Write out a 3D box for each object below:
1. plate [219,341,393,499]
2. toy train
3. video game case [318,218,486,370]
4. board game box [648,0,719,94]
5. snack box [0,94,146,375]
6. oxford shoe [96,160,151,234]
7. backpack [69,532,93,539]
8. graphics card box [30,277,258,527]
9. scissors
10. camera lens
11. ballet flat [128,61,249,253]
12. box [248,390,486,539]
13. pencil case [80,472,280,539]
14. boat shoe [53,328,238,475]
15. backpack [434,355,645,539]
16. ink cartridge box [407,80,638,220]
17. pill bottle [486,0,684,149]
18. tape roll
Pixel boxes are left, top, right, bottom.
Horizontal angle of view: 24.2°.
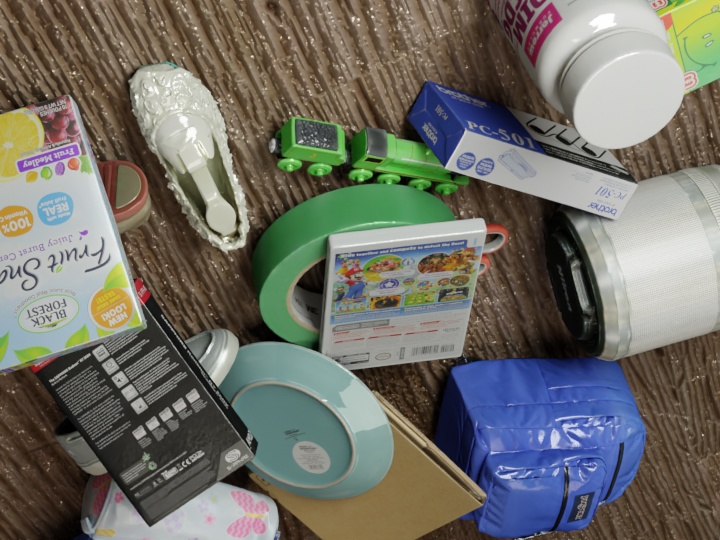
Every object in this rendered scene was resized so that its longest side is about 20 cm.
[{"bbox_3d":[-0.064,0.156,1.652,0.200,0.026,0.200,13,128,17],"label":"plate"},{"bbox_3d":[0.015,-0.103,1.502,0.200,0.042,0.056,7,157,-26],"label":"toy train"},{"bbox_3d":[0.036,0.026,1.560,0.143,0.018,0.200,-6,144,-9],"label":"video game case"},{"bbox_3d":[0.350,-0.242,1.508,0.200,0.048,0.102,-25,135,2],"label":"board game box"},{"bbox_3d":[-0.272,-0.028,1.371,0.142,0.200,0.053,-18,175,-4],"label":"snack box"},{"bbox_3d":[-0.276,-0.037,1.443,0.200,0.071,0.075,-9,155,-1],"label":"oxford shoe"},{"bbox_3d":[-0.244,0.357,1.750,0.168,0.163,0.200,-32,125,21],"label":"backpack"},{"bbox_3d":[-0.201,0.122,1.555,0.125,0.051,0.200,-35,97,6],"label":"graphics card box"},{"bbox_3d":[0.064,-0.033,1.594,0.200,0.014,0.073,15,130,-43],"label":"scissors"},{"bbox_3d":[0.290,-0.009,1.620,0.200,0.160,0.160,-15,135,-7],"label":"camera lens"},{"bbox_3d":[-0.138,-0.092,1.447,0.072,0.072,0.200,-23,134,1],"label":"ballet flat"},{"bbox_3d":[0.005,0.217,1.703,0.163,0.021,0.200,43,131,-15],"label":"box"},{"bbox_3d":[-0.185,0.251,1.714,0.200,0.083,0.091,20,85,-24],"label":"pencil case"},{"bbox_3d":[-0.208,0.116,1.606,0.201,0.070,0.072,-39,123,8],"label":"boat shoe"},{"bbox_3d":[0.196,0.189,1.754,0.200,0.168,0.163,-6,139,-16],"label":"backpack"},{"bbox_3d":[0.148,-0.108,1.519,0.200,0.094,0.044,14,117,-31],"label":"ink cartridge box"},{"bbox_3d":[0.183,-0.197,1.378,0.113,0.200,0.113,-11,133,-12],"label":"pill bottle"},{"bbox_3d":[0.000,0.000,1.569,0.200,0.048,0.201,-9,144,-6],"label":"tape roll"}]
